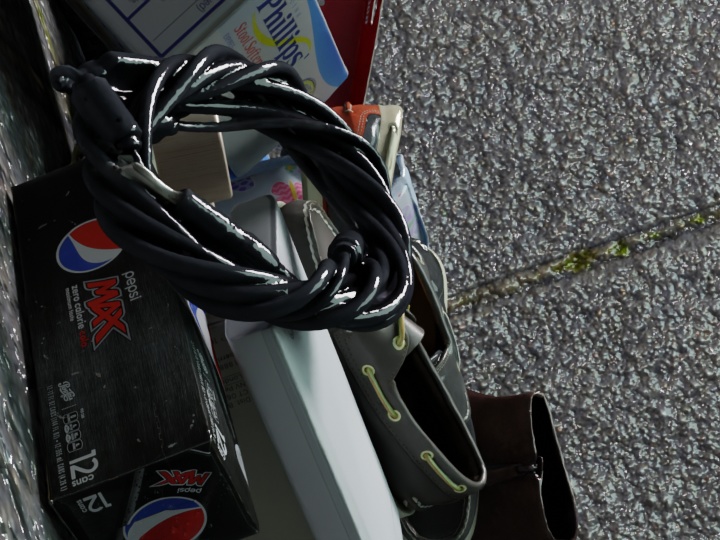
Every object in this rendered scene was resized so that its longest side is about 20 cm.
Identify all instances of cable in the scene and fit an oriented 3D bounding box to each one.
[{"bbox_3d":[-0.039,-0.038,0.758,0.199,0.051,0.163,4,40,-51],"label":"cable"}]

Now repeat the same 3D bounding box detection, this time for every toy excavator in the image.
[{"bbox_3d":[-0.086,-0.003,0.943,0.194,0.099,0.201,-119,-162,-79],"label":"toy excavator"}]

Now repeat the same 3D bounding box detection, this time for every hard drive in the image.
[{"bbox_3d":[-0.018,0.079,0.818,0.132,0.027,0.201,-96,167,-62],"label":"hard drive"}]

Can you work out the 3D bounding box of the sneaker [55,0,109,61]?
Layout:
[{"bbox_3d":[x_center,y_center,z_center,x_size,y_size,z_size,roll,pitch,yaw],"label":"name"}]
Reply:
[{"bbox_3d":[-0.175,-0.154,1.164,0.112,0.073,0.200,55,12,-27],"label":"sneaker"}]

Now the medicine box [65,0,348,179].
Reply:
[{"bbox_3d":[-0.117,-0.177,0.968,0.200,0.103,0.182,47,-3,17],"label":"medicine box"}]

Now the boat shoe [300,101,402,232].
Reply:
[{"bbox_3d":[0.000,0.000,0.993,0.071,0.062,0.201,144,-57,-82],"label":"boat shoe"}]

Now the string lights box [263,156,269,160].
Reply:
[{"bbox_3d":[-0.117,-0.055,1.371,0.200,0.102,0.059,-108,178,-79],"label":"string lights box"}]

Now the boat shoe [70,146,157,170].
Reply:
[{"bbox_3d":[-0.139,-0.058,0.994,0.059,0.072,0.200,31,10,4],"label":"boat shoe"}]

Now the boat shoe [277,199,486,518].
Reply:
[{"bbox_3d":[0.009,0.044,0.913,0.072,0.060,0.202,-70,140,-57],"label":"boat shoe"}]

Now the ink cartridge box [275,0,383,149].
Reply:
[{"bbox_3d":[-0.041,-0.194,1.195,0.176,0.083,0.201,179,-80,-75],"label":"ink cartridge box"}]

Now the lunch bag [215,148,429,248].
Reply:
[{"bbox_3d":[-0.046,0.004,1.221,0.170,0.199,0.128,70,1,-51],"label":"lunch bag"}]

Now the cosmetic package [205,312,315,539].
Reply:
[{"bbox_3d":[-0.065,0.111,0.847,0.103,0.087,0.201,-93,164,-75],"label":"cosmetic package"}]

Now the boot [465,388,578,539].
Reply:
[{"bbox_3d":[0.070,0.094,1.109,0.166,0.072,0.201,-25,-106,54],"label":"boot"}]

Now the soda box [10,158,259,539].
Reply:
[{"bbox_3d":[-0.101,0.033,0.727,0.201,0.070,0.064,-110,179,-46],"label":"soda box"}]

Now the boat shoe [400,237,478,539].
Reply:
[{"bbox_3d":[0.030,0.076,1.035,0.068,0.071,0.201,54,28,-77],"label":"boat shoe"}]
